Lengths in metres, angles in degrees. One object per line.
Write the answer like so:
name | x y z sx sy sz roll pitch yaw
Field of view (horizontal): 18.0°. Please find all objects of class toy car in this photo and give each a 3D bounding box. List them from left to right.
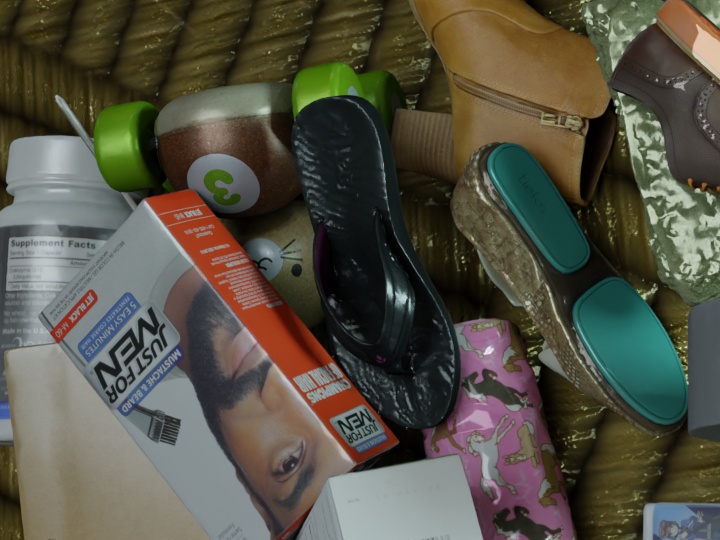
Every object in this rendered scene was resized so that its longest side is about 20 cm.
toy car | -0.055 -0.015 1.418 0.164 0.158 0.201 -9 88 20

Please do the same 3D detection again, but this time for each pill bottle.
pill bottle | -0.192 0.017 1.508 0.113 0.114 0.201 -2 81 32

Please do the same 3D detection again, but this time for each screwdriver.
screwdriver | -0.137 -0.031 1.468 0.029 0.028 0.200 -9 118 49

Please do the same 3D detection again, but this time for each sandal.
sandal | -0.001 0.000 1.310 0.075 0.048 0.201 -17 92 30

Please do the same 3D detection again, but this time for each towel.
towel | 0.219 -0.091 1.301 0.148 0.036 0.201 -19 73 14

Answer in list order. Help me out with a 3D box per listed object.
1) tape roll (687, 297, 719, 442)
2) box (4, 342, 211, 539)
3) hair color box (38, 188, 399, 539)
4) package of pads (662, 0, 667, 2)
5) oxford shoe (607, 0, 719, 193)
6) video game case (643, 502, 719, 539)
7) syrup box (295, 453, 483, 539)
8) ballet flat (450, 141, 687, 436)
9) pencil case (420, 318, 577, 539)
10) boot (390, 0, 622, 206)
tape roll | 0.268 0.053 1.165 0.200 0.200 0.066 -4 80 31
box | -0.135 0.139 1.408 0.163 0.021 0.201 -7 88 17
hair color box | -0.085 0.064 1.337 0.200 0.064 0.111 49 115 11
package of pads | 0.106 -0.234 1.314 0.199 0.076 0.121 18 90 29
oxford shoe | 0.216 -0.060 1.246 0.073 0.071 0.200 -46 61 14
video game case | 0.240 0.231 1.259 0.182 0.023 0.201 -2 82 31
syrup box | 0.010 0.177 1.307 0.078 0.200 0.082 -9 69 -14
ballet flat | 0.120 0.017 1.339 0.200 0.070 0.065 59 142 8
pencil case | 0.077 0.127 1.343 0.086 0.083 0.201 -12 74 2
boot | 0.101 -0.143 1.387 0.144 0.071 0.202 8 90 27
